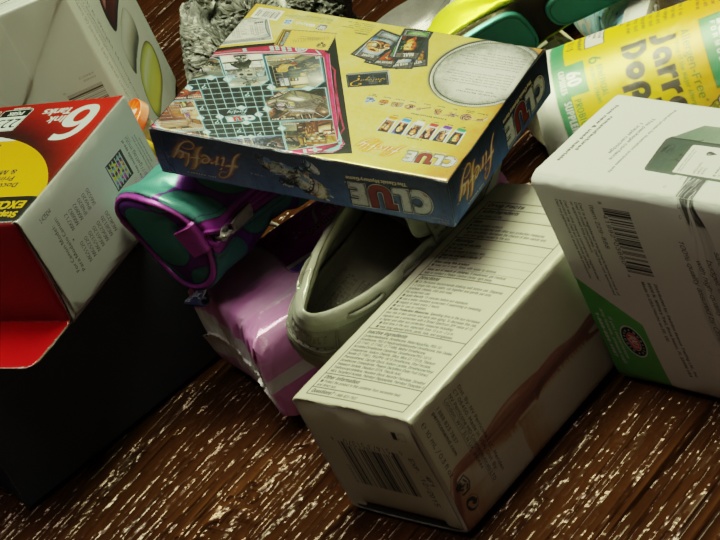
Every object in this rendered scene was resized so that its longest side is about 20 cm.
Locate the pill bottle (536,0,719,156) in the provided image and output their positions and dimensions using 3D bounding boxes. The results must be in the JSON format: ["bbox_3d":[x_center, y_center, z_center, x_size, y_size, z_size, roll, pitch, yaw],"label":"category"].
[{"bbox_3d":[0.214,-0.111,1.590,0.200,0.113,0.113,-18,30,15],"label":"pill bottle"}]

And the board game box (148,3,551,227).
[{"bbox_3d":[-0.006,-0.095,1.543,0.200,0.035,0.136,12,44,27],"label":"board game box"}]

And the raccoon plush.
[{"bbox_3d":[-0.058,-0.137,1.928,0.134,0.097,0.200,-9,61,6],"label":"raccoon plush"}]

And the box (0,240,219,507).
[{"bbox_3d":[-0.206,0.034,1.718,0.200,0.104,0.182,-40,32,-21],"label":"box"}]

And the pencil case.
[{"bbox_3d":[-0.055,-0.070,1.626,0.200,0.085,0.092,-41,34,-26],"label":"pencil case"}]

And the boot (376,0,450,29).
[{"bbox_3d":[0.076,-0.212,1.827,0.200,0.132,0.070,-37,68,-23],"label":"boot"}]

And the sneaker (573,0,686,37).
[{"bbox_3d":[0.180,-0.163,1.752,0.082,0.074,0.200,-15,20,22],"label":"sneaker"}]

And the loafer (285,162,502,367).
[{"bbox_3d":[0.024,-0.030,1.536,0.070,0.070,0.200,26,68,16],"label":"loafer"}]

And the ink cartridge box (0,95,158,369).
[{"bbox_3d":[-0.249,-0.022,1.649,0.200,0.084,0.176,-3,38,36],"label":"ink cartridge box"}]

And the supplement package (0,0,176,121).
[{"bbox_3d":[-0.239,-0.147,1.944,0.147,0.192,0.200,-22,30,8],"label":"supplement package"}]

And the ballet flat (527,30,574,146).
[{"bbox_3d":[0.127,-0.134,1.749,0.069,0.070,0.200,-29,29,-4],"label":"ballet flat"}]

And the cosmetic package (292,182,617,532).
[{"bbox_3d":[0.071,0.046,1.484,0.103,0.087,0.200,9,46,49],"label":"cosmetic package"}]

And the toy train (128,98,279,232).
[{"bbox_3d":[-0.116,-0.071,1.755,0.200,0.150,0.056,23,86,36],"label":"toy train"}]

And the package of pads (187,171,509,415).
[{"bbox_3d":[0.000,0.000,1.629,0.200,0.076,0.120,-34,31,-11],"label":"package of pads"}]

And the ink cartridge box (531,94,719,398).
[{"bbox_3d":[0.208,-0.005,1.394,0.084,0.146,0.200,-42,33,-27],"label":"ink cartridge box"}]

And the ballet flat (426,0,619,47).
[{"bbox_3d":[0.107,-0.179,1.700,0.200,0.067,0.067,-30,56,8],"label":"ballet flat"}]
